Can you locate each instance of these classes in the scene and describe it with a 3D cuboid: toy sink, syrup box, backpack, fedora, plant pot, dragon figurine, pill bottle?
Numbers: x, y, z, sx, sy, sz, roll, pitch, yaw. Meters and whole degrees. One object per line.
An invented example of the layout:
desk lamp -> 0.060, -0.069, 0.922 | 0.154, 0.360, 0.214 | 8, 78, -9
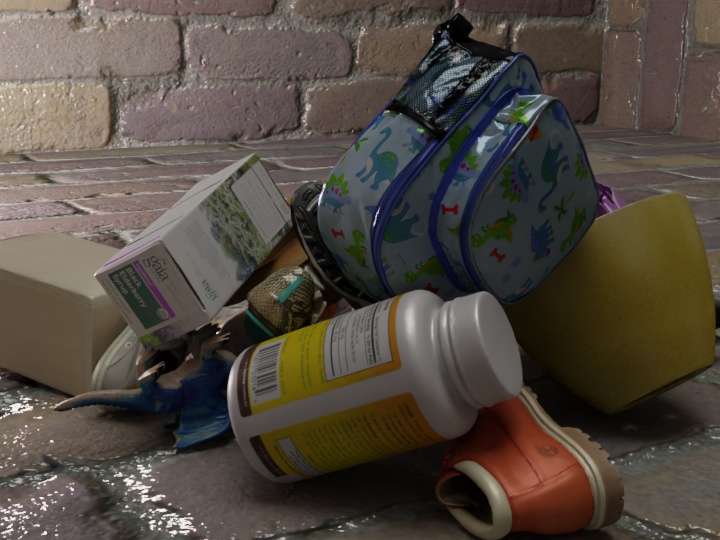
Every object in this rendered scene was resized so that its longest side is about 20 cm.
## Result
toy sink -> -0.289, 0.043, 1.043 | 0.200, 0.112, 0.130 | 14, 19, 30
syrup box -> -0.138, -0.022, 0.919 | 0.081, 0.079, 0.200 | -24, 17, 29
backpack -> 0.077, -0.057, 0.814 | 0.200, 0.183, 0.147 | -46, 47, -11
fedora -> -0.051, -0.014, 1.029 | 0.201, 0.082, 0.201 | -31, 23, 15
plant pot -> 0.231, 0.044, 0.931 | 0.200, 0.142, 0.200 | -23, -16, -7
dragon figurine -> -0.142, 0.110, 0.872 | 0.200, 0.099, 0.059 | -24, 21, -21
pill bottle -> 0.011, 0.081, 0.764 | 0.200, 0.109, 0.109 | -19, 5, 23

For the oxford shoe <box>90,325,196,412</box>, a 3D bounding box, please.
oxford shoe -> -0.175, 0.051, 0.969 | 0.058, 0.075, 0.200 | 11, 51, 22

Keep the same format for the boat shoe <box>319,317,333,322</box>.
boat shoe -> -0.012, 0.075, 1.010 | 0.072, 0.068, 0.200 | -6, 15, -27

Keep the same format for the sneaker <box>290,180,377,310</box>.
sneaker -> 0.000, 0.000, 0.923 | 0.074, 0.200, 0.079 | -52, 33, -16

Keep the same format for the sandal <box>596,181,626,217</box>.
sandal -> 0.218, -0.057, 0.995 | 0.082, 0.050, 0.203 | 46, 33, 14

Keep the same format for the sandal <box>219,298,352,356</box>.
sandal -> -0.089, 0.044, 1.113 | 0.059, 0.079, 0.207 | 15, 22, 39

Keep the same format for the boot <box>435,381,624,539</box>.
boot -> 0.090, 0.133, 0.773 | 0.107, 0.075, 0.200 | -10, 18, -21

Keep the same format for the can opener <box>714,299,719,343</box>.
can opener -> 0.289, 0.071, 1.065 | 0.200, 0.067, 0.053 | -12, 19, -29

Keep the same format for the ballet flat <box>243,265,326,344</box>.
ballet flat -> -0.059, 0.034, 0.900 | 0.068, 0.075, 0.200 | 42, -11, 4
